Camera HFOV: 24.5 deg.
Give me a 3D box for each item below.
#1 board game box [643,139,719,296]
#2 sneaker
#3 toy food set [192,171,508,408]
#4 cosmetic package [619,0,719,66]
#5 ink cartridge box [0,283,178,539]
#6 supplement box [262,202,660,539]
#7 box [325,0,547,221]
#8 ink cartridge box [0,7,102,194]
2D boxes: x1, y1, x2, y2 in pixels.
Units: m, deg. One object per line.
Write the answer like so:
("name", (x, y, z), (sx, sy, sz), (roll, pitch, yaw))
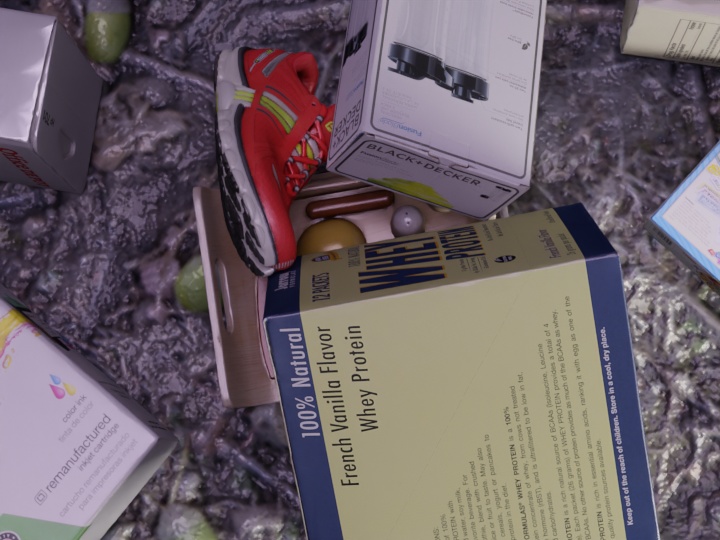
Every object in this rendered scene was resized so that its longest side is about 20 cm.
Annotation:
("board game box", (0.299, -0.012, 1.058), (0.200, 0.034, 0.135), (43, 87, 8))
("sneaker", (-0.047, -0.079, 1.026), (0.084, 0.078, 0.201), (-5, 43, -2))
("toy food set", (0.000, 0.000, 1.059), (0.198, 0.060, 0.145), (-10, 82, 2))
("cosmetic package", (0.270, -0.171, 1.047), (0.198, 0.105, 0.072), (9, 81, 3))
("ink cartridge box", (-0.238, 0.098, 1.047), (0.200, 0.084, 0.145), (39, 86, 8))
("supplement box", (0.058, 0.085, 0.978), (0.197, 0.134, 0.202), (-11, 104, 1))
("box", (0.051, -0.145, 1.030), (0.116, 0.060, 0.202), (15, 65, -20))
("ink cartridge box", (-0.277, -0.115, 1.046), (0.198, 0.146, 0.087), (9, 81, 4))
